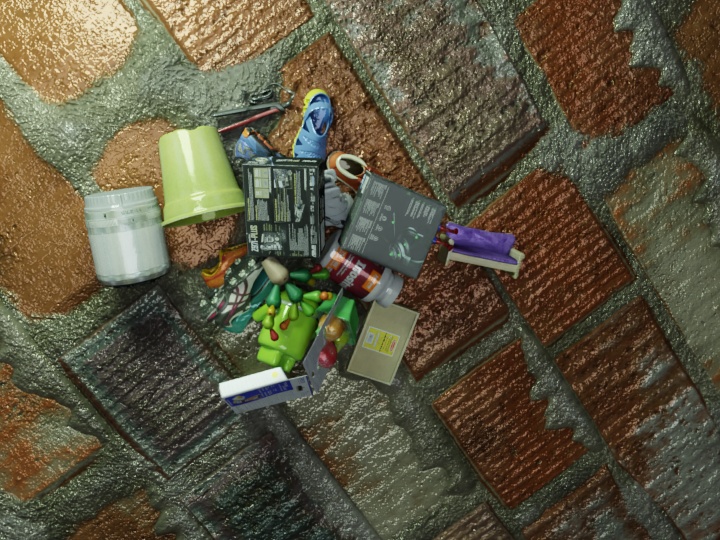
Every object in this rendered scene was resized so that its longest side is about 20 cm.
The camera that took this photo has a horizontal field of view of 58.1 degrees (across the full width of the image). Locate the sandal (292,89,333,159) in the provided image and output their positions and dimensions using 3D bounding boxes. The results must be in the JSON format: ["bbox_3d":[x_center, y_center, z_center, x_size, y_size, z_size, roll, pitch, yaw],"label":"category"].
[{"bbox_3d":[-0.104,-0.305,1.463,0.078,0.087,0.203,3,104,-20],"label":"sandal"}]

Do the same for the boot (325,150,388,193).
[{"bbox_3d":[0.015,-0.206,1.493,0.198,0.107,0.076,28,88,-17],"label":"boot"}]

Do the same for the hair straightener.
[{"bbox_3d":[-0.242,-0.374,1.453,0.197,0.041,0.078,-20,105,-3],"label":"hair straightener"}]

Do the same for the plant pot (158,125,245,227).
[{"bbox_3d":[-0.355,-0.206,1.410,0.197,0.200,0.187,-14,93,-5],"label":"plant pot"}]

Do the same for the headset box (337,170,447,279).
[{"bbox_3d":[0.074,-0.099,1.424,0.197,0.093,0.176,20,101,-11],"label":"headset box"}]

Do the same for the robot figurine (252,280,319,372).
[{"bbox_3d":[-0.166,0.131,1.520,0.175,0.115,0.202,33,73,-39],"label":"robot figurine"}]

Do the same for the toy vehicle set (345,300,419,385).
[{"bbox_3d":[0.054,0.176,1.623,0.123,0.027,0.202,20,99,-12],"label":"toy vehicle set"}]

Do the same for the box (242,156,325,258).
[{"bbox_3d":[-0.160,-0.135,1.389,0.161,0.086,0.203,2,111,6],"label":"box"}]

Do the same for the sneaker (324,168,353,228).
[{"bbox_3d":[-0.048,-0.161,1.477,0.197,0.076,0.116,4,137,-22],"label":"sneaker"}]

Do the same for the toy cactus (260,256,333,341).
[{"bbox_3d":[-0.157,0.040,1.420,0.200,0.102,0.166,-41,101,-13],"label":"toy cactus"}]

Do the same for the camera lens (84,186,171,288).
[{"bbox_3d":[-0.509,-0.072,1.419,0.157,0.160,0.203,-9,103,-6],"label":"camera lens"}]

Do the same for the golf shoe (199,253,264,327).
[{"bbox_3d":[-0.276,0.042,1.471,0.200,0.077,0.088,-45,127,11],"label":"golf shoe"}]

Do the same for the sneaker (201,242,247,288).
[{"bbox_3d":[-0.284,-0.030,1.505,0.199,0.073,0.077,-37,108,1],"label":"sneaker"}]

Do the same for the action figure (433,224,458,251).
[{"bbox_3d":[0.119,-0.104,1.506,0.198,0.099,0.066,21,98,21],"label":"action figure"}]

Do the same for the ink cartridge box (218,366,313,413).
[{"bbox_3d":[-0.217,0.279,1.528,0.197,0.198,0.048,-16,67,-7],"label":"ink cartridge box"}]

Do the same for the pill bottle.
[{"bbox_3d":[0.000,0.000,1.533,0.199,0.113,0.114,33,96,-13],"label":"pill bottle"}]

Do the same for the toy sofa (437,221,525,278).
[{"bbox_3d":[0.294,-0.051,1.580,0.197,0.083,0.099,11,102,-10],"label":"toy sofa"}]

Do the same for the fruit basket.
[{"bbox_3d":[-0.079,0.161,1.498,0.093,0.186,0.201,24,66,19],"label":"fruit basket"}]

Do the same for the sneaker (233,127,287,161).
[{"bbox_3d":[-0.206,-0.234,1.482,0.078,0.076,0.200,-39,106,22],"label":"sneaker"}]

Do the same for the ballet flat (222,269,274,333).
[{"bbox_3d":[-0.251,0.069,1.544,0.201,0.067,0.070,-50,128,4],"label":"ballet flat"}]
